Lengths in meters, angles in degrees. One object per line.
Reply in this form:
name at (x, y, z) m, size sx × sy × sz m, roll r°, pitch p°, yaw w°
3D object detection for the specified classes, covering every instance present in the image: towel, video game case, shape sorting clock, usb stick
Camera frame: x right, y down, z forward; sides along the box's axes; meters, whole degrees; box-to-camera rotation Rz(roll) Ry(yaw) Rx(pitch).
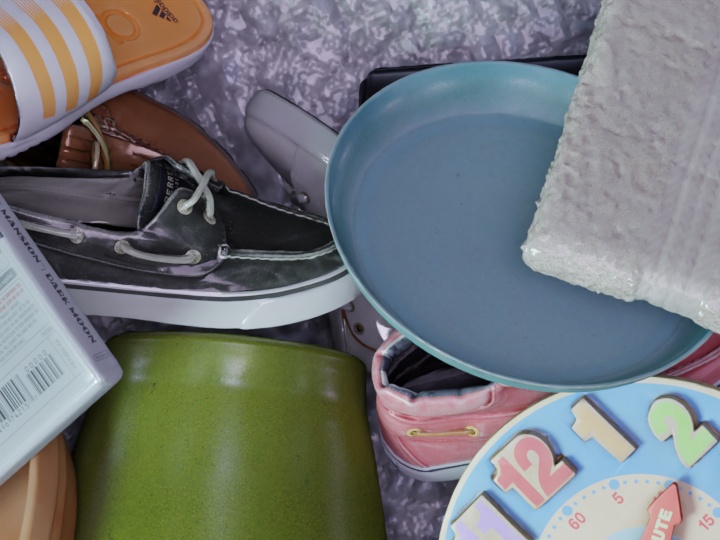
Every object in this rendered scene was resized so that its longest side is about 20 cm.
towel at (0.160, -0.063, 1.400) m, size 0.132 × 0.034 × 0.200 m, roll 19°, pitch 60°, yaw 3°
video game case at (-0.224, 0.030, 1.373) m, size 0.200 × 0.023 × 0.182 m, roll -41°, pitch 81°, yaw 31°
shape sorting clock at (0.133, 0.147, 1.387) m, size 0.200 × 0.039 × 0.200 m, roll 2°, pitch 99°, yaw 14°
usb stick at (0.095, -0.080, 1.481) m, size 0.200 × 0.033 × 0.056 m, roll -3°, pitch 85°, yaw 14°

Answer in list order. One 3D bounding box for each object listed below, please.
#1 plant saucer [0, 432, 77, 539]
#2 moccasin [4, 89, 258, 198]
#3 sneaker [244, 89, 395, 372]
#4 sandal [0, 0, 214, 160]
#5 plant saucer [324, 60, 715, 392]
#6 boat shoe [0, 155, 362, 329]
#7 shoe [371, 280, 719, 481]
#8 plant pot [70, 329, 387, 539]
plant saucer at (-0.188, 0.148, 1.422) m, size 0.037 × 0.200 × 0.200 m, roll 22°, pitch 91°, yaw -26°
moccasin at (-0.138, -0.060, 1.461) m, size 0.201 × 0.074 × 0.078 m, roll 37°, pitch 45°, yaw -5°
sneaker at (0.000, 0.000, 1.482) m, size 0.085 × 0.073 × 0.200 m, roll -44°, pitch 95°, yaw -4°
sandal at (-0.141, -0.117, 1.420) m, size 0.079 × 0.207 × 0.059 m, roll 45°, pitch 132°, yaw 14°
plant saucer at (0.079, -0.017, 1.395) m, size 0.200 × 0.027 × 0.200 m, roll 8°, pitch 48°, yaw -9°
boat shoe at (-0.091, -0.017, 1.396) m, size 0.200 × 0.071 × 0.064 m, roll 0°, pitch 124°, yaw -9°
shoe at (0.102, 0.040, 1.421) m, size 0.200 × 0.091 × 0.072 m, roll -18°, pitch 64°, yaw -2°
plant pot at (-0.068, 0.131, 1.435) m, size 0.200 × 0.200 × 0.193 m, roll 6°, pitch 83°, yaw -4°
